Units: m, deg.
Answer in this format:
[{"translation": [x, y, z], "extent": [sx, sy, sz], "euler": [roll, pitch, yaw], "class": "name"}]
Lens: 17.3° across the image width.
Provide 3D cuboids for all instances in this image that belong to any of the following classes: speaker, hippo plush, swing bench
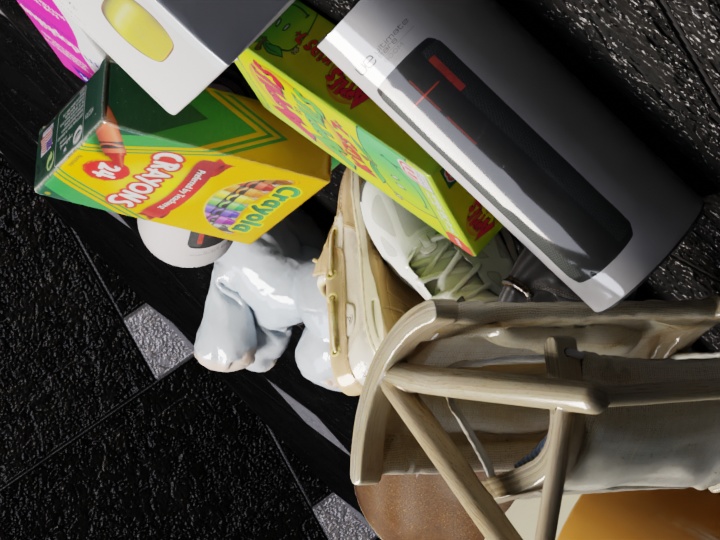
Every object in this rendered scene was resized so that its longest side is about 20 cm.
[{"translation": [-0.121, -0.078, 1.782], "extent": [0.081, 0.081, 0.200], "euler": [41, 155, 9], "class": "speaker"}, {"translation": [-0.034, 0.012, 1.964], "extent": [0.160, 0.159, 0.201], "euler": [18, 117, 27], "class": "hippo plush"}, {"translation": [0.132, 0.080, 1.216], "extent": [0.198, 0.130, 0.200], "euler": [-1, -161, -31], "class": "swing bench"}, {"translation": [0.074, -0.075, 1.180], "extent": [0.200, 0.081, 0.081], "euler": [44, 171, -5], "class": "speaker"}]

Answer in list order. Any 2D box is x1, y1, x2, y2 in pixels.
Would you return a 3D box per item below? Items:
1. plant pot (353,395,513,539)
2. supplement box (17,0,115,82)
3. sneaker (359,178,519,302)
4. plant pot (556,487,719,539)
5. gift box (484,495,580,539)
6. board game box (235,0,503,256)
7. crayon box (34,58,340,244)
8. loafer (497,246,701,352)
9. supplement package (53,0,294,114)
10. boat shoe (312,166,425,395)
[{"translation": [0.078, 0.085, 1.673], "extent": [0.187, 0.187, 0.200], "euler": [37, 155, 28], "class": "plant pot"}, {"translation": [-0.167, -0.194, 1.574], "extent": [0.101, 0.103, 0.200], "euler": [37, 171, 26], "class": "supplement box"}, {"translation": [0.071, 0.010, 1.480], "extent": [0.201, 0.076, 0.115], "euler": [50, -174, 2], "class": "sneaker"}, {"translation": [0.213, 0.193, 1.370], "extent": [0.183, 0.200, 0.200], "euler": [29, 166, 26], "class": "plant pot"}, {"translation": [0.185, 0.177, 1.566], "extent": [0.184, 0.187, 0.200], "euler": [39, -170, 9], "class": "gift box"}, {"translation": [0.003, -0.098, 1.468], "extent": [0.200, 0.048, 0.102], "euler": [36, 169, 33], "class": "board game box"}, {"translation": [-0.106, -0.074, 1.609], "extent": [0.199, 0.051, 0.127], "euler": [13, 154, -25], "class": "crayon box"}, {"translation": [0.156, 0.054, 1.442], "extent": [0.200, 0.072, 0.073], "euler": [45, 169, -22], "class": "loafer"}, {"translation": [-0.078, -0.185, 1.087], "extent": [0.152, 0.151, 0.200], "euler": [44, 171, -7], "class": "supplement package"}, {"translation": [0.000, 0.000, 1.584], "extent": [0.074, 0.069, 0.200], "euler": [40, -150, -33], "class": "boat shoe"}]
